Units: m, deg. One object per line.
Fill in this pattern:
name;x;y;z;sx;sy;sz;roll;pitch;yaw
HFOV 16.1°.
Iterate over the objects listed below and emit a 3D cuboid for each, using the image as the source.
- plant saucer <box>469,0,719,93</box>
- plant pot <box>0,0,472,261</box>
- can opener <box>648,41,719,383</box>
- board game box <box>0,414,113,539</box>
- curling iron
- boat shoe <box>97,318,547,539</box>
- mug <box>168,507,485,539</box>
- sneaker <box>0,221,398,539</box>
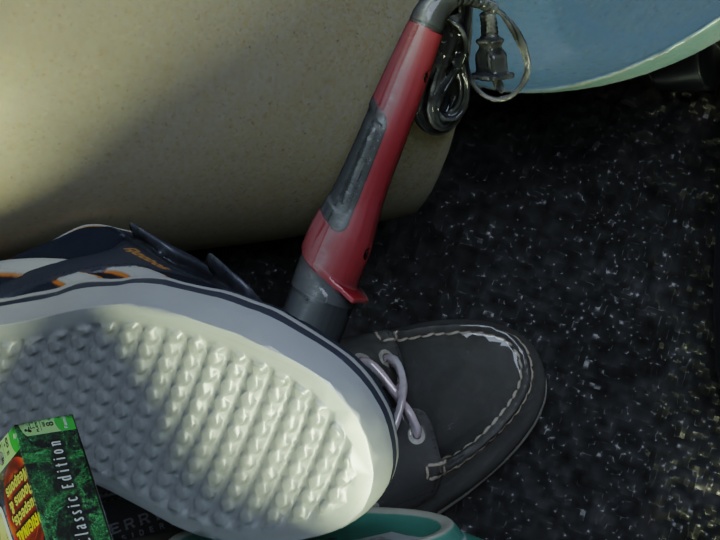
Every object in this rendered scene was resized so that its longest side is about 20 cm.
plant saucer;0.111;-0.130;0.886;0.200;0.039;0.202;-28;38;25
plant pot;-0.070;-0.080;0.846;0.199;0.187;0.189;10;68;-13
can opener;0.146;-0.045;0.895;0.063;0.078;0.202;13;67;-38
board game box;-0.112;0.132;0.746;0.023;0.200;0.105;-9;67;-33
curling iron;0.000;0.000;0.805;0.049;0.026;0.201;24;91;-36
boat shoe;-0.028;0.062;0.843;0.199;0.057;0.067;-20;71;-8
mug;-0.006;0.132;0.764;0.151;0.185;0.115;-4;94;15
sneaker;-0.061;0.027;0.766;0.199;0.079;0.079;7;27;35
